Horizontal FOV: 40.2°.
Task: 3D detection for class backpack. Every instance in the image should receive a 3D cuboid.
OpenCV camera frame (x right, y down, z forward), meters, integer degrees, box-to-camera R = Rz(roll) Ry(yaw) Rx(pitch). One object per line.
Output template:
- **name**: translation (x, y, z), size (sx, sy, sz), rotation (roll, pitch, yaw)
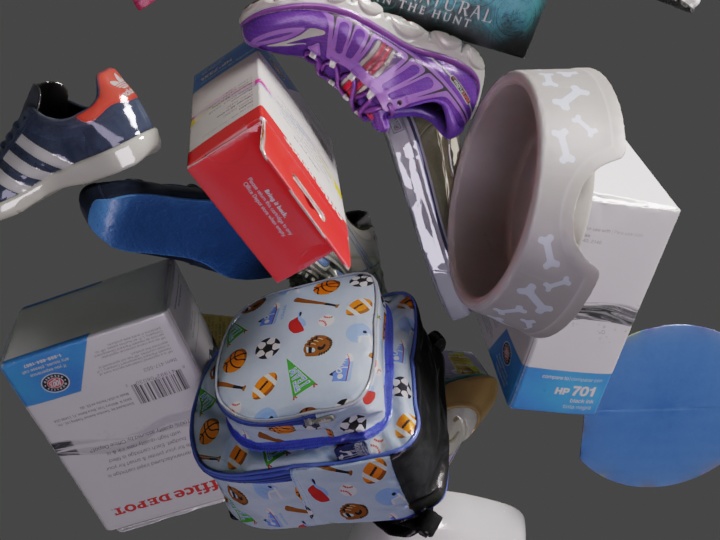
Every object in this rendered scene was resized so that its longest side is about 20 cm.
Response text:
- **backpack**: translation (-0.036, 0.106, 0.752), size (0.189, 0.201, 0.155), rotation (-20, 122, 18)

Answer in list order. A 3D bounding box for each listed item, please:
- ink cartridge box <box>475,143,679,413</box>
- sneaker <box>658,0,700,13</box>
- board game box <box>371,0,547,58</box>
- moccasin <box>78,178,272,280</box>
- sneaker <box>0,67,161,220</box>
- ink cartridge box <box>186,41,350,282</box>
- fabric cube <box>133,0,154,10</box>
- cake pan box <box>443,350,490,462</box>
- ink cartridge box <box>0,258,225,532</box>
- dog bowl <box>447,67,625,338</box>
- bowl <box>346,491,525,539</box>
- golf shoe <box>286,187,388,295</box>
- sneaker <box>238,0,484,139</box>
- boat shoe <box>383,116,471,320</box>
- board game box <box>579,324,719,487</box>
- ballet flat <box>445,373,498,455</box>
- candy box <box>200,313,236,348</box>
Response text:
- **ink cartridge box**: translation (0.171, -0.004, 0.828), size (0.085, 0.147, 0.202), rotation (8, 121, -12)
- **sneaker**: translation (0.192, -0.255, 0.705), size (0.199, 0.074, 0.080), rotation (10, 111, -44)
- **board game box**: translation (0.056, -0.250, 0.734), size (0.197, 0.028, 0.136), rotation (11, 121, -14)
- **moccasin**: translation (-0.136, -0.046, 0.813), size (0.199, 0.068, 0.081), rotation (18, 102, -44)
- **sneaker**: translation (-0.257, -0.099, 0.777), size (0.198, 0.075, 0.085), rotation (-21, 104, 11)
- **ink cartridge box**: translation (-0.068, -0.078, 0.727), size (0.067, 0.201, 0.117), rotation (-29, 122, 12)
- **fabric cube**: translation (-0.094, -0.307, 0.564), size (0.198, 0.197, 0.200), rotation (-28, 116, 15)
- **cake pan box**: translation (0.011, 0.166, 0.954), size (0.182, 0.052, 0.202), rotation (5, 123, -30)
- **ink cartridge box**: translation (-0.188, 0.110, 0.839), size (0.145, 0.086, 0.202), rotation (-17, 124, 5)
- **dog bowl**: translation (0.120, -0.055, 0.729), size (0.058, 0.201, 0.202), rotation (9, 122, -15)
- **bowl**: translation (0.079, 0.344, 1.098), size (0.198, 0.075, 0.201), rotation (12, 121, -16)
- **golf shoe**: translation (0.000, 0.000, 0.864), size (0.078, 0.098, 0.200), rotation (12, 159, 31)
- **sneaker**: translation (0.003, -0.153, 0.743), size (0.198, 0.081, 0.085), rotation (15, 83, -16)
- **boat shoe**: translation (0.075, -0.046, 0.845), size (0.061, 0.072, 0.202), rotation (-18, 121, 4)
- **board game box**: translation (0.303, 0.132, 1.010), size (0.156, 0.039, 0.202), rotation (-2, 118, 1)
- **ballet flat**: translation (0.048, 0.153, 0.887), size (0.198, 0.063, 0.069), rotation (-18, 132, -17)
- **candy box**: translation (-0.156, 0.101, 0.921), size (0.197, 0.057, 0.118), rotation (6, 123, -9)
